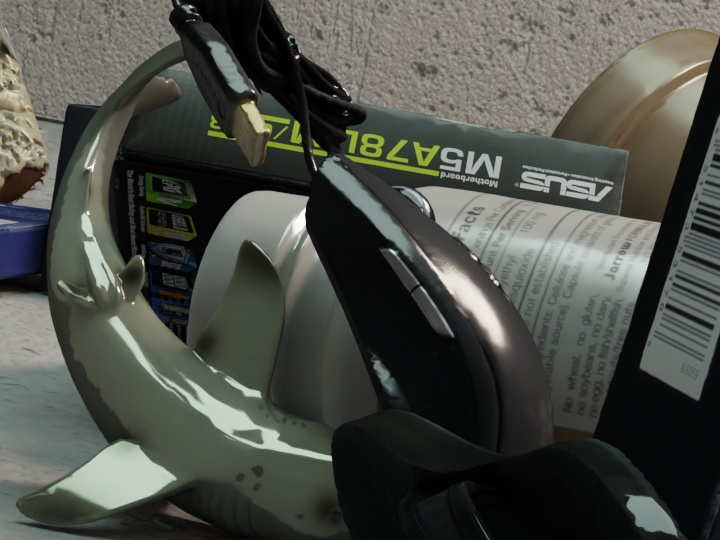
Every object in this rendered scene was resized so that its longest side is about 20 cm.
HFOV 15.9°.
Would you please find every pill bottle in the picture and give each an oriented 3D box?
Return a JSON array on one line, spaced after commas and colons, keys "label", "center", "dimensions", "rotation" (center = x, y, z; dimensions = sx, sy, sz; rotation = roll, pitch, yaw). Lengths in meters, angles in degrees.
[{"label": "pill bottle", "center": [0.046, 0.031, 0.906], "dimensions": [0.199, 0.115, 0.114], "rotation": [11, 5, 22]}]

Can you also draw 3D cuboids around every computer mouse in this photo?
[{"label": "computer mouse", "center": [0.007, -0.011, 0.790], "dimensions": [0.046, 0.201, 0.140], "rotation": [-29, -29, 11]}]

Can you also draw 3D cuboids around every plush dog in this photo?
[{"label": "plush dog", "center": [-0.307, -0.105, 1.716], "dimensions": [0.171, 0.161, 0.200], "rotation": [-18, 7, -6]}]

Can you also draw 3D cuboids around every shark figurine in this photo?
[{"label": "shark figurine", "center": [-0.069, 0.025, 0.854], "dimensions": [0.127, 0.215, 0.090], "rotation": [-20, -29, -13]}]

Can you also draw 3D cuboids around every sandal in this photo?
[{"label": "sandal", "center": [0.030, 0.082, 0.670], "dimensions": [0.048, 0.076, 0.200], "rotation": [-19, 8, -21]}]

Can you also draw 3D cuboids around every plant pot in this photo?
[{"label": "plant pot", "center": [0.219, -0.016, 1.513], "dimensions": [0.199, 0.201, 0.173], "rotation": [4, 25, -47]}]

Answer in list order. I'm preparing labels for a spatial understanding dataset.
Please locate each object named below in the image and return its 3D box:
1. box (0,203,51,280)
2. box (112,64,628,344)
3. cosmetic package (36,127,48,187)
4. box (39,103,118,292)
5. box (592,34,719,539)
[{"label": "box", "center": [-0.228, -0.019, 1.369], "dimensions": [0.120, 0.033, 0.200], "rotation": [7, 6, 13]}, {"label": "box", "center": [0.000, 0.000, 1.041], "dimensions": [0.192, 0.048, 0.200], "rotation": [12, -27, 2]}, {"label": "cosmetic package", "center": [-0.297, -0.090, 1.956], "dimensions": [0.082, 0.051, 0.200], "rotation": [9, 5, 2]}, {"label": "box", "center": [-0.040, -0.023, 1.405], "dimensions": [0.199, 0.105, 0.182], "rotation": [11, 7, 22]}, {"label": "box", "center": [0.183, 0.022, 0.695], "dimensions": [0.199, 0.198, 0.117], "rotation": [16, 4, -12]}]
